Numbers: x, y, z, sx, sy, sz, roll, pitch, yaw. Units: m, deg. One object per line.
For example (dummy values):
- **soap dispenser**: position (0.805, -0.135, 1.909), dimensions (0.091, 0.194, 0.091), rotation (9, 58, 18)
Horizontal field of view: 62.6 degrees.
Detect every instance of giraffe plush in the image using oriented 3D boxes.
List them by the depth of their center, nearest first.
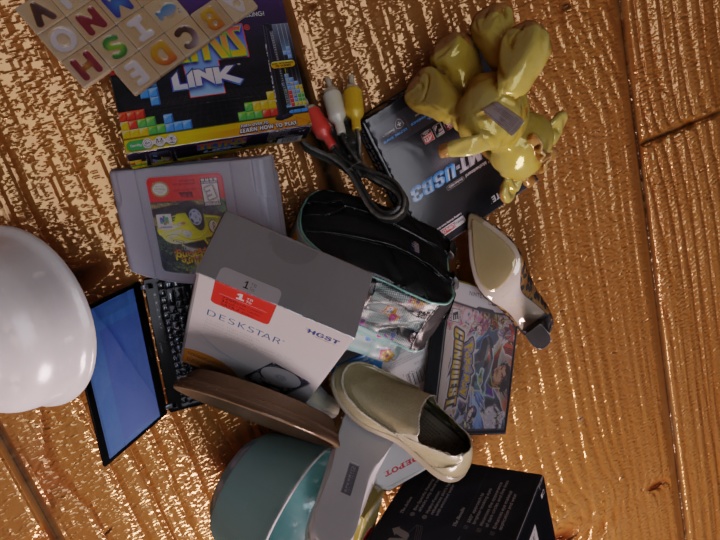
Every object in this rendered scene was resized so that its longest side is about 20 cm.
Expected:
- **giraffe plush**: position (0.171, -0.180, 0.701), dimensions (0.171, 0.202, 0.162), rotation (-32, 141, 23)

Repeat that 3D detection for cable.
- **cable**: position (-0.017, -0.137, 0.692), dimensions (0.096, 0.202, 0.050), rotation (-25, 154, 4)

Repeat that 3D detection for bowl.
- **bowl**: position (-0.371, 0.063, 0.588), dimensions (0.198, 0.090, 0.205), rotation (7, 109, 20)
- **bowl**: position (-0.116, 0.292, 0.753), dimensions (0.104, 0.200, 0.204), rotation (23, 96, 19)

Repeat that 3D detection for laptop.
- **laptop**: position (-0.215, 0.102, 0.701), dimensions (0.197, 0.103, 0.181), rotation (-11, 107, -17)

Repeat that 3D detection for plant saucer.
- **plant saucer**: position (-0.113, 0.154, 0.667), dimensions (0.198, 0.199, 0.030), rotation (28, 69, -23)

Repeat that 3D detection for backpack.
- **backpack**: position (0.000, 0.000, 0.716), dimensions (0.198, 0.177, 0.154), rotation (27, 124, -12)

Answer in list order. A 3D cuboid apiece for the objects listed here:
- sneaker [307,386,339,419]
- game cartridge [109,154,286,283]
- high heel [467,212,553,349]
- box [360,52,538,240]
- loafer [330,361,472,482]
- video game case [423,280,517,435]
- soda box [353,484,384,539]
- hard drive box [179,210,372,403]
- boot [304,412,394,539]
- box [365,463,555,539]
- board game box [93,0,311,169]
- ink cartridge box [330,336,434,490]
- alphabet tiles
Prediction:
- **sneaker**: position (-0.085, 0.120, 0.770), dimensions (0.199, 0.070, 0.094), rotation (40, 68, -31)
- **game cartridge**: position (-0.180, -0.053, 0.660), dimensions (0.196, 0.041, 0.135), rotation (-2, 110, 16)
- **high heel**: position (0.205, 0.010, 0.830), dimensions (0.071, 0.142, 0.202), rotation (-30, 86, 16)
- **box**: position (0.119, -0.157, 0.790), dimensions (0.198, 0.050, 0.200), rotation (-32, 110, -9)
- **loafer**: position (0.055, 0.168, 0.705), dimensions (0.198, 0.069, 0.076), rotation (33, 48, 4)
- **video game case**: position (0.157, 0.123, 0.819), dimensions (0.179, 0.025, 0.204), rotation (14, 81, -44)
- **soda box**: position (-0.027, 0.379, 0.818), dimensions (0.064, 0.067, 0.203), rotation (-28, 135, -57)
- **hard drive box**: position (-0.095, 0.051, 0.613), dimensions (0.154, 0.201, 0.078), rotation (22, 54, -7)
- **boot**: position (-0.018, 0.249, 0.728), dimensions (0.073, 0.096, 0.201), rotation (29, 54, 0)
- **box**: position (0.135, 0.370, 0.798), dimensions (0.196, 0.197, 0.119), rotation (-39, 119, -48)
- **board game box**: position (-0.167, -0.213, 0.642), dimensions (0.197, 0.057, 0.168), rotation (-14, 88, -16)
- **ink cartridge box**: position (0.048, 0.177, 0.823), dimensions (0.143, 0.085, 0.203), rotation (-22, 107, -13)
- **alphabet tiles**: position (-0.232, -0.280, 0.602), dimensions (0.200, 0.008, 0.168), rotation (-43, 94, -17)
